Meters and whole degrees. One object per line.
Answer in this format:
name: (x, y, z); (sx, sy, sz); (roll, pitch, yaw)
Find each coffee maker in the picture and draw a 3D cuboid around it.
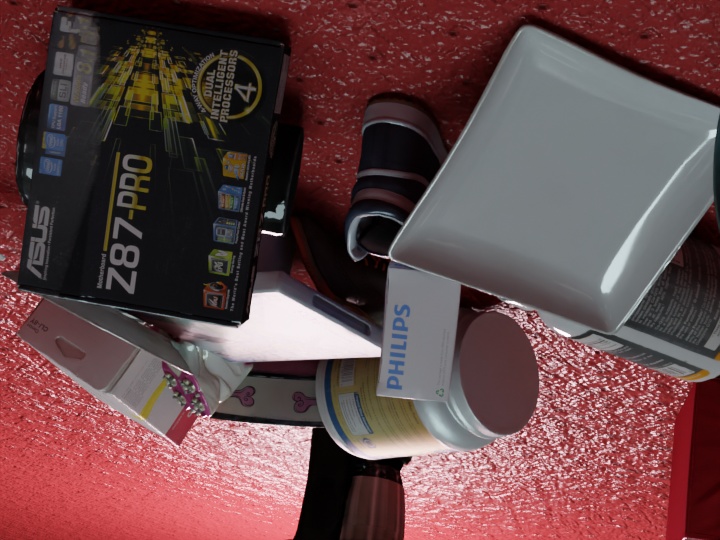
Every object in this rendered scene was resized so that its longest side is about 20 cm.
coffee maker: (-0.024, 0.272, 1.680); (0.192, 0.200, 0.135); (4, 155, 8)

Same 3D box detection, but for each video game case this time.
video game case: (-0.096, 0.046, 1.185); (0.200, 0.022, 0.182); (-4, 157, 35)

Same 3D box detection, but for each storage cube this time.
storage cube: (0.432, 0.234, 1.421); (0.171, 0.180, 0.200); (7, 157, 8)

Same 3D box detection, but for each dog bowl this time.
dog bowl: (-0.086, 0.127, 1.454); (0.200, 0.074, 0.200); (4, 180, 0)

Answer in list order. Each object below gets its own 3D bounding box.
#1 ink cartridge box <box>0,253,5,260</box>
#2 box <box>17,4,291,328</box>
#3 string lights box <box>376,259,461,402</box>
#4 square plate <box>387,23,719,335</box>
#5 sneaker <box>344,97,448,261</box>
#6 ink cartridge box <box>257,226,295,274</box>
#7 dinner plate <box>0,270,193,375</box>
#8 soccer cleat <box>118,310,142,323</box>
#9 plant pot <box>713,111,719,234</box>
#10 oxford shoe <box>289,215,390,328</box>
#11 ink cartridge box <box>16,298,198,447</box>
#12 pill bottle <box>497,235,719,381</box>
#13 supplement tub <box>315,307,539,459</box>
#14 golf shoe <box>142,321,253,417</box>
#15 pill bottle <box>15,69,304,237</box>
ink cartridge box: (-0.416, -0.077, 1.177); (0.115, 0.068, 0.200); (-3, 154, 29)
box: (-0.143, -0.072, 0.908); (0.161, 0.200, 0.049); (11, -174, 3)
string lights box: (0.050, 0.032, 1.076); (0.059, 0.103, 0.200); (6, -170, 3)
square plate: (0.147, -0.060, 0.918); (0.200, 0.028, 0.198); (19, 121, -20)
sneaker: (0.047, -0.039, 1.016); (0.070, 0.109, 0.200); (-1, 156, 26)
ink cartridge box: (-0.172, -0.033, 1.158); (0.200, 0.083, 0.145); (4, 159, 13)
dinner plate: (-0.241, 0.043, 1.219); (0.200, 0.024, 0.200); (29, 174, 3)
soccer cleat: (-0.192, 0.035, 1.359); (0.200, 0.069, 0.085); (20, 160, -13)
plant pot: (0.323, -0.066, 0.737); (0.161, 0.201, 0.201); (5, 160, -18)
oxford shoe: (0.000, 0.000, 1.217); (0.072, 0.071, 0.200); (-30, 140, 11)
ink cartridge box: (-0.274, 0.107, 1.484); (0.145, 0.083, 0.200); (28, 166, 24)
pill bottle: (0.213, 0.011, 1.058); (0.200, 0.117, 0.116); (20, 156, -22)
supplement tub: (0.067, 0.116, 1.335); (0.145, 0.145, 0.200); (28, 152, -37)
golf shoe: (-0.166, 0.050, 1.311); (0.075, 0.091, 0.200); (24, 138, 42)
pill bottle: (-0.148, -0.084, 0.987); (0.200, 0.112, 0.112); (10, 158, 1)
